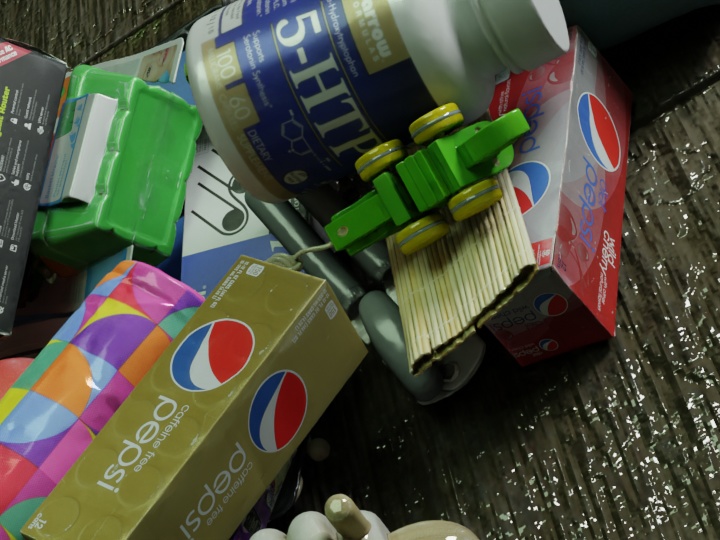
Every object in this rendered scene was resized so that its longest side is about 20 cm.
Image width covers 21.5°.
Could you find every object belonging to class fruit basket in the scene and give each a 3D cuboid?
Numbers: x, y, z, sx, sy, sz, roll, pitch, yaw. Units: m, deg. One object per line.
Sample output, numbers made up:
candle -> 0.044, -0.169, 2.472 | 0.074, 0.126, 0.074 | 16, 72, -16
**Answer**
fruit basket -> -0.199, -0.061, 1.281 | 0.200, 0.094, 0.186 | -2, 70, 45

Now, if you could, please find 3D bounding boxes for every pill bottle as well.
pill bottle -> 0.012, -0.128, 1.091 | 0.199, 0.120, 0.120 | -23, 39, 18

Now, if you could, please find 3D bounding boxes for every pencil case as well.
pencil case -> -0.159, 0.088, 1.038 | 0.088, 0.088, 0.200 | 10, 54, 49

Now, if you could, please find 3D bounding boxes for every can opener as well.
can opener -> 0.000, 0.000, 1.129 | 0.053, 0.066, 0.200 | -41, 58, -1

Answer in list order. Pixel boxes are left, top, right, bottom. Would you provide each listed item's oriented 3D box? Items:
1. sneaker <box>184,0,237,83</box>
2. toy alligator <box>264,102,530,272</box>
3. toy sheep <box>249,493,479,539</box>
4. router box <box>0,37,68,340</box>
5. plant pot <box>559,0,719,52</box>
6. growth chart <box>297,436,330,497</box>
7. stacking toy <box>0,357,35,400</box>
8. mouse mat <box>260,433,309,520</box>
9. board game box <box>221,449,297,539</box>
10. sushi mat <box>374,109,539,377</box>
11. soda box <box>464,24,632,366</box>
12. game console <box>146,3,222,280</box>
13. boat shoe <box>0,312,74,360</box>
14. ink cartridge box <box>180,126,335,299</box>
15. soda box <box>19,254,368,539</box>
sneaker -> -0.048, -0.163, 1.221 | 0.200, 0.083, 0.072 | -40, 48, 44
toy alligator -> 0.024, -0.040, 1.070 | 0.200, 0.059, 0.054 | -32, -7, 32
toy sheep -> -0.026, 0.186, 0.938 | 0.199, 0.138, 0.138 | -28, 36, 4
router box -> -0.266, -0.038, 1.255 | 0.150, 0.062, 0.201 | -28, 48, 55
plant pot -> 0.135, -0.223, 1.187 | 0.187, 0.200, 0.201 | -3, 48, 22
growth chart -> -0.112, 0.166, 1.144 | 0.200, 0.018, 0.145 | -52, 36, -14
stacking toy -> -0.191, 0.095, 1.224 | 0.199, 0.146, 0.146 | -27, 34, -6
mouse mat -> -0.117, 0.090, 1.117 | 0.199, 0.008, 0.161 | -10, 46, 22
board game box -> -0.143, 0.138, 1.063 | 0.199, 0.032, 0.120 | -2, 46, 29
sushi mat -> 0.050, -0.028, 1.084 | 0.096, 0.012, 0.200 | -41, 29, 20
soda box -> 0.112, -0.046, 1.107 | 0.063, 0.070, 0.201 | -20, 40, 32
game console -> -0.132, -0.061, 1.329 | 0.200, 0.176, 0.116 | -32, 8, 14
boat shoe -> -0.203, 0.055, 1.299 | 0.199, 0.062, 0.072 | -15, 13, 27
ink cartridge box -> -0.065, -0.017, 1.224 | 0.094, 0.044, 0.201 | -14, 56, 20
soda box -> -0.085, 0.090, 1.007 | 0.068, 0.064, 0.200 | 16, 59, 39
